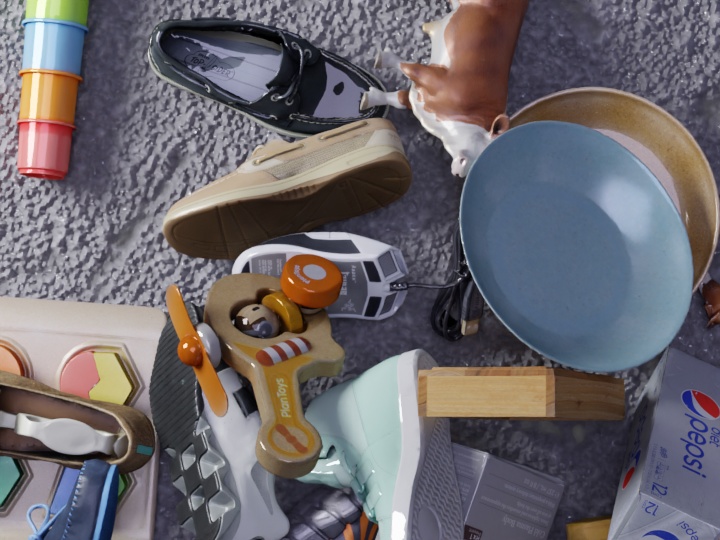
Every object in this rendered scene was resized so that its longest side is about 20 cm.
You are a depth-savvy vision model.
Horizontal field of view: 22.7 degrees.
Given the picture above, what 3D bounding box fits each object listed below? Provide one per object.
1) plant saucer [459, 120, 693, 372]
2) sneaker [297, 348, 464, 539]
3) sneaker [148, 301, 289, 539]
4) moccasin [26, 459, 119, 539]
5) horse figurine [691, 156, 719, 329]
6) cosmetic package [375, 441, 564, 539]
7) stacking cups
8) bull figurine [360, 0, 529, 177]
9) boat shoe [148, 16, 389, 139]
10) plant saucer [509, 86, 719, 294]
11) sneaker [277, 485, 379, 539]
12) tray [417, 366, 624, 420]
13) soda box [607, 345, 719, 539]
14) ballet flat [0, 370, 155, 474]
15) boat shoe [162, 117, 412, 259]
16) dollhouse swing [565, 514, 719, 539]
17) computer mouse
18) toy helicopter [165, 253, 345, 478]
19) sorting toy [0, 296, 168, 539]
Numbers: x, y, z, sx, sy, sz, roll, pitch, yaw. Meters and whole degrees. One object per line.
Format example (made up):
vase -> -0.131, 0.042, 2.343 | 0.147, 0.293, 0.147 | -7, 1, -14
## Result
plant saucer -> 0.156, -0.014, 1.348 | 0.200, 0.039, 0.203 | 9, 65, -21
sneaker -> 0.007, 0.163, 1.299 | 0.118, 0.074, 0.202 | -22, 47, 26
sneaker -> -0.103, 0.120, 1.366 | 0.088, 0.074, 0.201 | 9, 57, -38
moccasin -> -0.231, 0.229, 1.338 | 0.068, 0.081, 0.201 | 19, 108, 1
horse figurine -> 0.350, -0.044, 1.415 | 0.198, 0.050, 0.134 | -15, 77, 1
cosmetic package -> 0.064, 0.233, 1.345 | 0.090, 0.107, 0.201 | 10, 81, 44
stacking cups -> -0.240, -0.173, 1.423 | 0.060, 0.061, 0.202 | 4, 89, 0
bull figurine -> 0.072, -0.160, 1.400 | 0.121, 0.065, 0.201 | 17, 64, -4
boat shoe -> -0.073, -0.157, 1.412 | 0.198, 0.066, 0.075 | 22, 83, 1
plant saucer -> 0.181, -0.042, 1.414 | 0.198, 0.035, 0.202 | 0, 82, 3
sneaker -> -0.019, 0.235, 1.378 | 0.199, 0.078, 0.112 | -36, 100, -8
tray -> 0.122, 0.091, 1.311 | 0.098, 0.200, 0.037 | -2, 85, 22
soda box -> 0.234, 0.141, 1.323 | 0.068, 0.200, 0.064 | 24, 122, 1
ballet flat -> -0.253, 0.115, 1.347 | 0.198, 0.072, 0.068 | 13, 88, 0
boat shoe -> -0.060, -0.065, 1.410 | 0.198, 0.071, 0.065 | -16, 51, -1
dollhouse swing -> 0.235, 0.279, 1.318 | 0.180, 0.176, 0.202 | -6, 83, -1
computer mouse -> 0.000, 0.000, 1.398 | 0.198, 0.044, 0.110 | 4, 125, 4
toy helicopter -> -0.073, 0.071, 1.305 | 0.131, 0.079, 0.201 | 5, 39, -17
sorting toy -> -0.247, 0.122, 1.397 | 0.184, 0.036, 0.202 | 4, 84, 0
